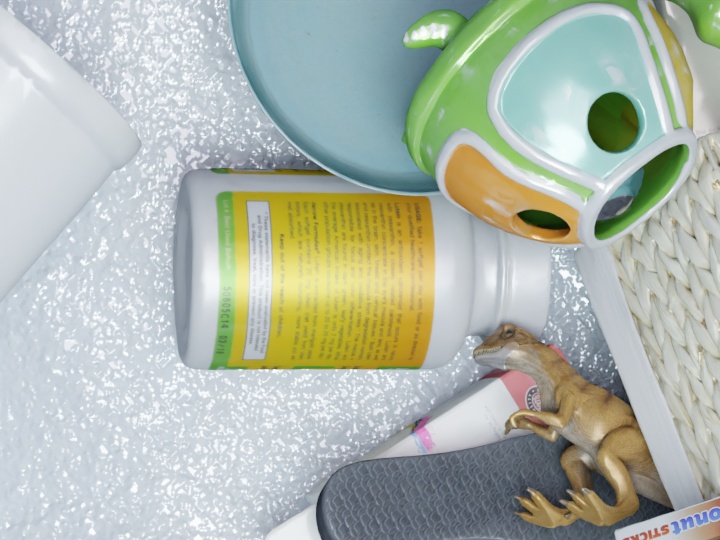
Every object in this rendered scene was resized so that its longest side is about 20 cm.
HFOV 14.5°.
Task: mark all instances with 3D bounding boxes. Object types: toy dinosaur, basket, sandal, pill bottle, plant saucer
[{"bbox_3d":[0.142,0.101,1.517,0.200,0.060,0.106,39,56,2],"label":"toy dinosaur"},{"bbox_3d":[0.224,0.034,1.514,0.135,0.123,0.200,3,52,-33],"label":"basket"},{"bbox_3d":[0.072,0.129,1.544,0.199,0.043,0.076,2,64,-12],"label":"sandal"},{"bbox_3d":[0.000,0.000,1.572,0.199,0.111,0.111,0,87,-10],"label":"pill bottle"},{"bbox_3d":[0.020,-0.135,1.559,0.199,0.027,0.201,5,74,-17],"label":"plant saucer"}]

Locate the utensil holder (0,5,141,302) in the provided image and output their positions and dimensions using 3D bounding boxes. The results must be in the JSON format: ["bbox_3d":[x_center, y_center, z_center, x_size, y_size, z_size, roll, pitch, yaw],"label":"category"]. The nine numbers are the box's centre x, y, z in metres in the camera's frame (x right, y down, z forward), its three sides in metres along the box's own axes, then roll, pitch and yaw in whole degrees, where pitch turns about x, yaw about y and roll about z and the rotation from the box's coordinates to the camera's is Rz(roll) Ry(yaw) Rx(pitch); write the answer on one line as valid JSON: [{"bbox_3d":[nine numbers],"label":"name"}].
[{"bbox_3d":[-0.244,-0.045,1.509,0.170,0.170,0.200,40,84,-5],"label":"utensil holder"}]

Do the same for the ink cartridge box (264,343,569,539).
[{"bbox_3d":[0.050,0.142,1.596,0.200,0.067,0.117,-32,92,-12],"label":"ink cartridge box"}]

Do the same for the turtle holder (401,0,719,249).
[{"bbox_3d":[0.118,-0.090,1.485,0.185,0.141,0.132,-24,58,-36],"label":"turtle holder"}]

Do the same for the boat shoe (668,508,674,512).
[{"bbox_3d":[0.222,0.078,1.632,0.072,0.065,0.200,24,64,6],"label":"boat shoe"}]

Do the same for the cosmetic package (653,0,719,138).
[{"bbox_3d":[0.191,-0.141,1.618,0.073,0.104,0.201,-9,90,-11],"label":"cosmetic package"}]

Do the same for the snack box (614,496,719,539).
[{"bbox_3d":[0.207,0.158,1.478,0.072,0.200,0.024,-20,62,24],"label":"snack box"}]

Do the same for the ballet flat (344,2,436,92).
[{"bbox_3d":[0.005,-0.144,1.605,0.200,0.073,0.073,43,81,-3],"label":"ballet flat"}]
